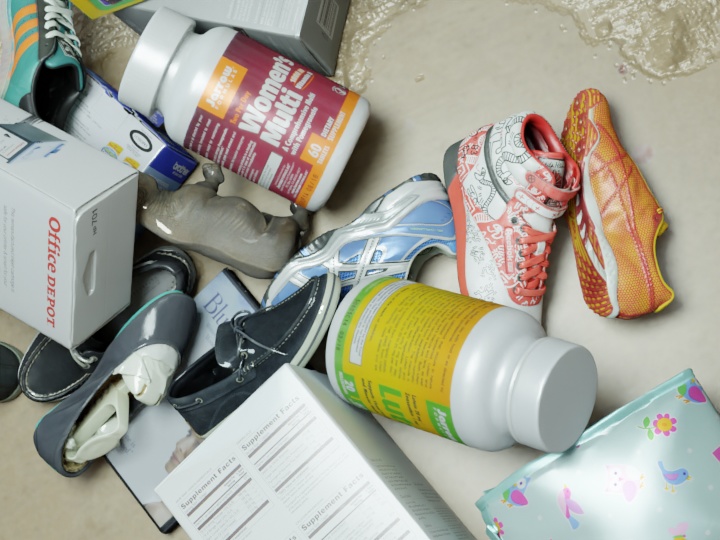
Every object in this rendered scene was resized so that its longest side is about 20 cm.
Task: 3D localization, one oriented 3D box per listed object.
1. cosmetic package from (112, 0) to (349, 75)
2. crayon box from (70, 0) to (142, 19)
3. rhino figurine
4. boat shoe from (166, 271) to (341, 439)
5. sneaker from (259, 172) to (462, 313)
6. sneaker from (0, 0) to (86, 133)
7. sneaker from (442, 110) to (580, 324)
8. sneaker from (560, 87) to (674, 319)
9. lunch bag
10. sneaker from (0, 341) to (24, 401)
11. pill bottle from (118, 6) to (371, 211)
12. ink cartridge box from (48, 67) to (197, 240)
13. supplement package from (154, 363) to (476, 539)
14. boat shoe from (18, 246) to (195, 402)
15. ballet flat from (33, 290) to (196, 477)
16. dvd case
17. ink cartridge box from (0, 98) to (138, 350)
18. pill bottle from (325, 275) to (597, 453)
[{"bbox_3d":[-0.120,-0.246,1.187,0.198,0.107,0.091,10,83,19],"label":"cosmetic package"},{"bbox_3d":[-0.169,-0.287,1.091,0.199,0.119,0.059,-18,74,10],"label":"crayon box"},{"bbox_3d":[-0.141,-0.050,1.133,0.199,0.060,0.088,18,41,-12],"label":"rhino figurine"},{"bbox_3d":[-0.090,0.067,1.093,0.062,0.075,0.200,37,119,-20],"label":"boat shoe"},{"bbox_3d":[0.000,0.000,1.125,0.199,0.076,0.077,-35,78,9],"label":"sneaker"},{"bbox_3d":[-0.276,-0.196,1.166,0.079,0.071,0.202,-7,72,30],"label":"sneaker"},{"bbox_3d":[0.133,-0.029,1.073,0.108,0.067,0.203,-26,70,47],"label":"sneaker"},{"bbox_3d":[0.211,-0.055,1.089,0.076,0.073,0.202,-4,75,-16],"label":"sneaker"},{"bbox_3d":[0.209,0.199,1.009,0.199,0.122,0.171,-31,74,3],"label":"lunch bag"},{"bbox_3d":[-0.419,0.073,1.214,0.198,0.106,0.075,7,82,17],"label":"sneaker"},{"bbox_3d":[-0.100,-0.141,1.128,0.199,0.110,0.110,27,88,-4],"label":"pill bottle"},{"bbox_3d":[-0.248,-0.095,1.211,0.136,0.076,0.200,41,95,19],"label":"ink cartridge box"},{"bbox_3d":[-0.028,0.204,1.057,0.151,0.152,0.200,-43,72,5],"label":"supplement package"},{"bbox_3d":[-0.233,0.054,1.182,0.199,0.060,0.074,-35,98,6],"label":"boat shoe"},{"bbox_3d":[-0.207,0.107,1.147,0.200,0.073,0.073,-45,72,10],"label":"ballet flat"},{"bbox_3d":[-0.147,0.116,1.177,0.200,0.018,0.143,-44,72,5],"label":"dvd case"},{"bbox_3d":[-0.290,-0.049,1.097,0.199,0.086,0.147,26,129,18],"label":"ink cartridge box"},{"bbox_3d":[0.079,0.076,1.022,0.199,0.111,0.112,14,84,40],"label":"pill bottle"}]
